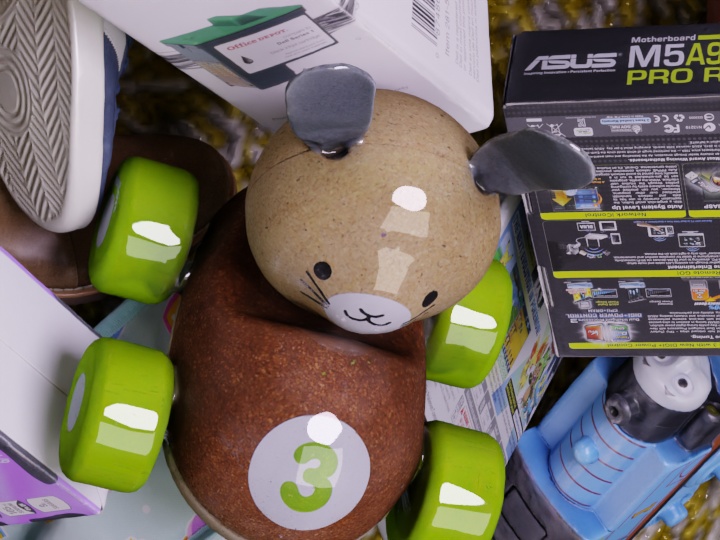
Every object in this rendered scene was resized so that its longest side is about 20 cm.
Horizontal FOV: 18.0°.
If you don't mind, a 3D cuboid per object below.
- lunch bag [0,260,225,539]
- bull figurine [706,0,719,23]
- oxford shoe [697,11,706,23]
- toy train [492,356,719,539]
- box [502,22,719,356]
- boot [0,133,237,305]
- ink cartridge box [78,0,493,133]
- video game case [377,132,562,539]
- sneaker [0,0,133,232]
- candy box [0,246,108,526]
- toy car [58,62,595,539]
[{"bbox_3d":[-0.086,0.090,1.009,0.200,0.122,0.170,-45,169,18],"label":"lunch bag"},{"bbox_3d":[0.190,-0.130,0.981,0.065,0.121,0.202,1,92,-43],"label":"bull figurine"},{"bbox_3d":[0.218,-0.113,1.087,0.200,0.071,0.071,-47,134,13],"label":"oxford shoe"},{"bbox_3d":[0.140,0.082,1.145,0.114,0.087,0.200,-24,160,-37],"label":"toy train"},{"bbox_3d":[0.168,-0.030,0.936,0.198,0.044,0.161,-1,139,15],"label":"box"},{"bbox_3d":[-0.142,-0.033,0.936,0.199,0.074,0.076,-9,142,-21],"label":"boot"},{"bbox_3d":[-0.031,-0.144,0.831,0.084,0.147,0.200,-12,157,27],"label":"ink cartridge box"},{"bbox_3d":[0.055,0.040,1.045,0.183,0.022,0.200,-60,159,-19],"label":"video game case"},{"bbox_3d":[-0.098,-0.116,0.880,0.084,0.075,0.201,-15,116,-42],"label":"sneaker"},{"bbox_3d":[-0.218,0.039,0.887,0.199,0.072,0.168,-10,143,30],"label":"candy box"},{"bbox_3d":[0.000,0.000,0.820,0.163,0.159,0.200,15,146,-15],"label":"toy car"}]
